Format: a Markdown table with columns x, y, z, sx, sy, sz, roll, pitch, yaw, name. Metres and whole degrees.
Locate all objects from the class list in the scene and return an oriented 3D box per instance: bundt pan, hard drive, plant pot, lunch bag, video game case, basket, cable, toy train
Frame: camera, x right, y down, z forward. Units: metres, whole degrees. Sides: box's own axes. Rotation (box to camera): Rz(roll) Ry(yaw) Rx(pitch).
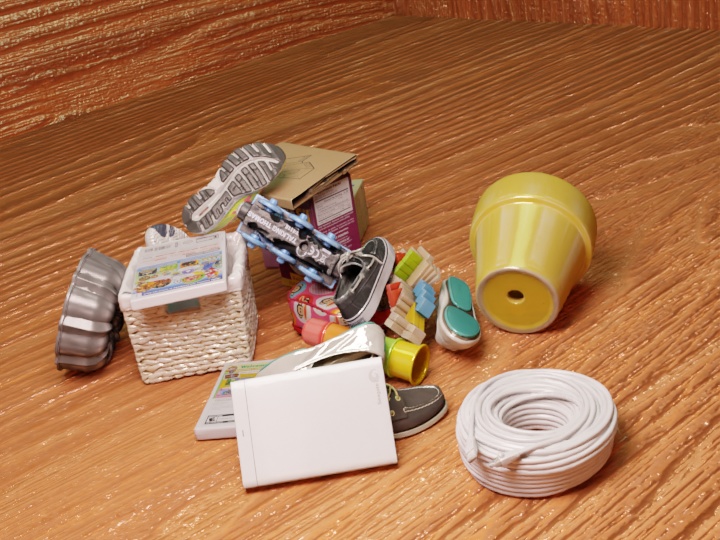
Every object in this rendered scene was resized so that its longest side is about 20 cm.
| x | y | z | sx | sy | sz | roll | pitch | yaw | name |
| --- | --- | --- | --- | --- | --- | --- | --- | --- | --- |
| -0.423 | 0.071 | 1.604 | 0.074 | 0.205 | 0.203 | 15 | 24 | -4 | bundt pan |
| -0.059 | 0.192 | 1.260 | 0.195 | 0.135 | 0.027 | -9 | -12 | 0 | hard drive |
| 0.255 | -0.016 | 1.537 | 0.197 | 0.203 | 0.190 | 0 | 39 | 21 | plant pot |
| -0.001 | 0.048 | 1.610 | 0.198 | 0.084 | 0.174 | -27 | 29 | -35 | lunch bag |
| -0.271 | -0.003 | 1.510 | 0.140 | 0.018 | 0.201 | -12 | 24 | -3 | video game case |
| -0.265 | 0.056 | 1.595 | 0.194 | 0.164 | 0.201 | -9 | 22 | 0 | basket |
| 0.214 | 0.193 | 1.217 | 0.195 | 0.071 | 0.201 | -8 | 23 | 1 | cable |
| -0.122 | 0.180 | 1.437 | 0.195 | 0.022 | 0.183 | -6 | 24 | 10 | video game case |
| -0.106 | -0.047 | 1.576 | 0.198 | 0.088 | 0.114 | 30 | 0 | 1 | toy train |

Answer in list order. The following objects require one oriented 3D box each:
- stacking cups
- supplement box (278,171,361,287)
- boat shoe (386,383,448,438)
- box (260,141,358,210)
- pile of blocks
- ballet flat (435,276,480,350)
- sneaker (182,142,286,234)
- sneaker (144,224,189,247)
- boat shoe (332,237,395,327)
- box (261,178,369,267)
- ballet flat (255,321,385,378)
| x | y | z | sx | sy | sz | roll | pitch | yaw | name |
| --- | --- | --- | --- | --- | --- | --- | --- | --- | --- |
| 0.004 | 0.108 | 1.456 | 0.197 | 0.062 | 0.060 | 18 | 33 | 28 | stacking cups |
| -0.079 | -0.070 | 1.758 | 0.102 | 0.204 | 0.130 | -27 | 28 | -36 | supplement box |
| 0.022 | 0.185 | 1.316 | 0.197 | 0.062 | 0.072 | -16 | 24 | -14 | boat shoe |
| -0.125 | -0.164 | 1.702 | 0.198 | 0.022 | 0.163 | 15 | 43 | 43 | box |
| 0.072 | 0.022 | 1.501 | 0.082 | 0.062 | 0.202 | -39 | 30 | 29 | pile of blocks |
| 0.140 | 0.079 | 1.499 | 0.068 | 0.071 | 0.201 | -7 | 23 | 6 | ballet flat |
| -0.203 | -0.131 | 1.629 | 0.199 | 0.079 | 0.090 | -38 | -13 | -2 | sneaker |
| -0.334 | -0.007 | 1.762 | 0.128 | 0.198 | 0.081 | -5 | 60 | 39 | sneaker |
| -0.002 | 0.001 | 1.503 | 0.073 | 0.068 | 0.201 | -28 | 25 | 35 | boat shoe |
| -0.088 | -0.094 | 1.946 | 0.172 | 0.099 | 0.201 | -4 | 23 | 13 | box |
| -0.054 | 0.136 | 1.390 | 0.197 | 0.070 | 0.070 | -23 | 23 | 3 | ballet flat |
